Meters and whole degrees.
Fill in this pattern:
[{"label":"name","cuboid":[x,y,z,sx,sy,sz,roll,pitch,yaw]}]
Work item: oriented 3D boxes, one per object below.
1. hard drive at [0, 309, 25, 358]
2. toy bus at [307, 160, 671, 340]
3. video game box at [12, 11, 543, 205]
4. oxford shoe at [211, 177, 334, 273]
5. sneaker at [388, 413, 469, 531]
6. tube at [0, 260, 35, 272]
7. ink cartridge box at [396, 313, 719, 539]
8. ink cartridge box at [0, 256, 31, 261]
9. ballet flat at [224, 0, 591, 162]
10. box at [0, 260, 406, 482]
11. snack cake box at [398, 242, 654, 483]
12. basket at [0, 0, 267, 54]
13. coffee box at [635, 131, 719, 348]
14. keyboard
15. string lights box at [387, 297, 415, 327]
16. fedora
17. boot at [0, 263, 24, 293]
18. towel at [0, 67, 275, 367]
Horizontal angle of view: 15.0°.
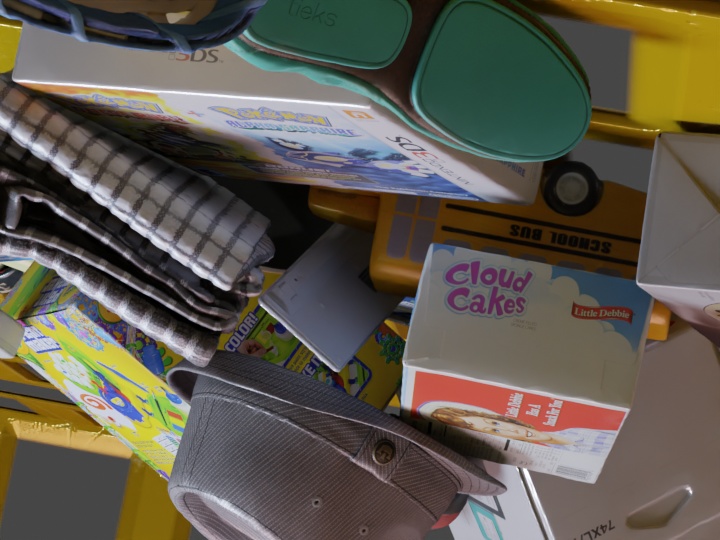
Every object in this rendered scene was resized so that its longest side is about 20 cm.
[{"label":"hard drive","cuboid":[-0.279,0.004,1.579,0.132,0.027,0.200,19,172,10]},{"label":"toy bus","cuboid":[0.070,-0.020,1.448,0.199,0.079,0.065,10,171,7]},{"label":"video game box","cuboid":[-0.035,-0.079,1.320,0.199,0.047,0.182,6,168,30]},{"label":"oxford shoe","cuboid":[-0.097,-0.026,1.559,0.199,0.072,0.071,5,154,-24]},{"label":"sneaker","cuboid":[0.017,0.143,1.667,0.071,0.098,0.200,10,-178,-16]},{"label":"tube","cuboid":[-0.217,-0.027,1.783,0.200,0.058,0.052,17,-157,-19]},{"label":"ink cartridge box","cuboid":[0.136,0.109,1.680,0.146,0.146,0.200,-26,-166,-15]},{"label":"ink cartridge box","cuboid":[-0.293,-0.068,1.563,0.200,0.084,0.145,18,168,-36]},{"label":"ballet flat","cuboid":[0.010,-0.100,1.124,0.200,0.067,0.070,18,-167,-38]},{"label":"box","cuboid":[-0.102,0.044,1.694,0.193,0.122,0.200,41,162,-15]},{"label":"snack cake box","cuboid":[0.081,0.051,1.413,0.115,0.067,0.200,13,166,3]},{"label":"basket","cuboid":[-0.064,-0.131,0.727,0.176,0.140,0.200,19,178,-37]},{"label":"coffee box","cuboid":[0.221,-0.004,1.362,0.113,0.080,0.200,5,169,22]},{"label":"keyboard","cuboid":[0.000,0.000,1.483,0.056,0.011,0.200,47,-153,-2]},{"label":"string lights box","cuboid":[0.083,0.002,1.631,0.103,0.059,0.200,18,169,-35]},{"label":"fedora","cuboid":[-0.027,0.120,1.478,0.177,0.091,0.200,7,160,48]},{"label":"boot","cuboid":[-0.178,0.002,1.871,0.203,0.074,0.154,10,176,29]},{"label":"towel","cuboid":[-0.129,-0.024,1.390,0.165,0.086,0.200,33,-175,-4]}]
